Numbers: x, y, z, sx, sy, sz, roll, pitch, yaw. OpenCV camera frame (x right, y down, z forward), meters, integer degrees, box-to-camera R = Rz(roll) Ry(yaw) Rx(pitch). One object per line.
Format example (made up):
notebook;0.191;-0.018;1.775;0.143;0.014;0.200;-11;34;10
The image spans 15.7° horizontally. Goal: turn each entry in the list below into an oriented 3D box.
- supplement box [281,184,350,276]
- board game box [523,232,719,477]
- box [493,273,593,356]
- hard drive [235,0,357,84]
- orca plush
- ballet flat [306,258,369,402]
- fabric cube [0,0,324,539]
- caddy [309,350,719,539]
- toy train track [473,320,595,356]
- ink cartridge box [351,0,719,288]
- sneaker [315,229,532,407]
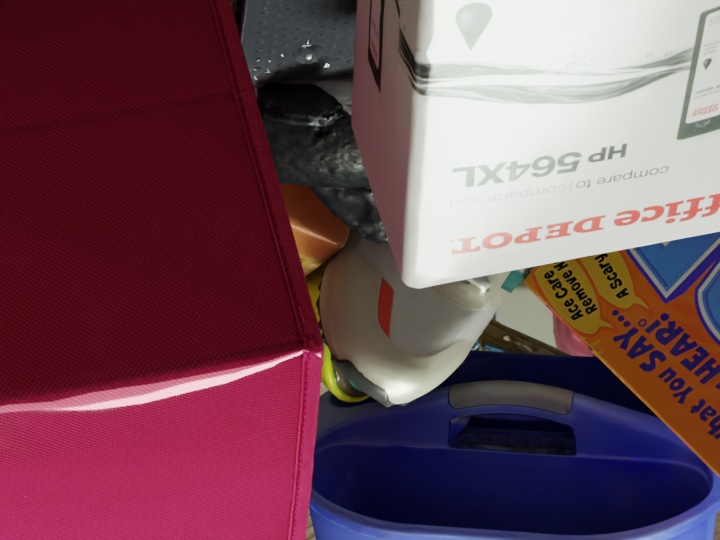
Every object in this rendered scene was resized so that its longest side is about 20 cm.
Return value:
supplement box;-0.064;-0.017;1.155;0.066;0.069;0.200;24;155;-15
board game box;0.236;0.004;1.068;0.200;0.200;0.200;18;113;-50
box;0.096;0.056;1.449;0.200;0.109;0.128;2;-178;-44
hard drive;0.051;-0.118;0.950;0.200;0.042;0.135;-10;165;-8
orca plush;0.014;-0.050;1.036;0.200;0.071;0.105;-4;-161;-7
ballet flat;0.000;0.000;1.177;0.067;0.067;0.200;-1;-152;23
fabric cube;-0.134;0.007;0.887;0.199;0.200;0.196;-11;150;-9
caddy;0.068;0.093;1.131;0.200;0.105;0.141;2;-148;14
toy train track;0.042;0.011;1.249;0.200;0.033;0.115;25;-155;21
ink cartridge box;0.077;-0.094;0.851;0.146;0.084;0.200;-10;143;-9
sneaker;0.053;-0.033;1.086;0.200;0.070;0.093;-53;-177;-37
